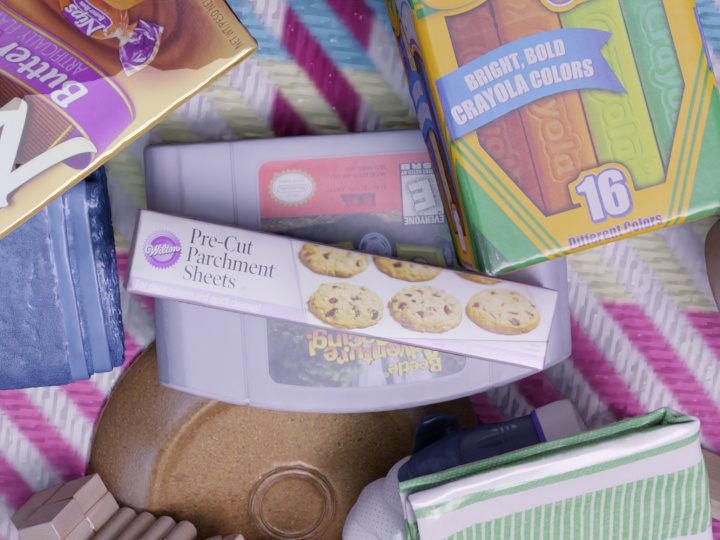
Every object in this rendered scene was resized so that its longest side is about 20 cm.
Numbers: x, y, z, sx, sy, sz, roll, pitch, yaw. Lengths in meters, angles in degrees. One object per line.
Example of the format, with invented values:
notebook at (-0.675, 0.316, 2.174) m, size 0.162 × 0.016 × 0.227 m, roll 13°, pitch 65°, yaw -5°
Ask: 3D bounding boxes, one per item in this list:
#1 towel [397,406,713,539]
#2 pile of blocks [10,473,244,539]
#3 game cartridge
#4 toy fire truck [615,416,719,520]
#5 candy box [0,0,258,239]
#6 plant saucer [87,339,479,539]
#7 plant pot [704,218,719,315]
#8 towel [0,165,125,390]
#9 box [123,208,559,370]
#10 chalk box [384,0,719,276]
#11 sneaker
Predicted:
towel at (0.099, 0.160, 1.403) m, size 0.152 × 0.023 × 0.201 m, roll -16°, pitch 127°, yaw -8°
pile of blocks at (-0.087, 0.165, 1.420) m, size 0.199 × 0.062 × 0.082 m, roll 18°, pitch 125°, yaw 21°
game cartridge at (0.000, 0.000, 1.410) m, size 0.199 × 0.041 × 0.134 m, roll -4°, pitch 96°, yaw -5°
toy fire truck at (0.230, 0.129, 1.437) m, size 0.199 × 0.176 × 0.129 m, roll -12°, pitch 112°, yaw 14°
candy box at (-0.159, -0.088, 1.340) m, size 0.200 × 0.056 × 0.117 m, roll -37°, pitch 95°, yaw -1°
plant saucer at (-0.035, 0.109, 1.466) m, size 0.199 × 0.035 × 0.201 m, roll -2°, pitch 111°, yaw -5°
plant pot at (0.262, -0.006, 1.386) m, size 0.173 × 0.200 × 0.200 m, roll -28°, pitch 112°, yaw 21°
towel at (-0.214, 0.008, 1.403) m, size 0.199 × 0.049 × 0.112 m, roll -7°, pitch 109°, yaw -5°
box at (-0.009, 0.009, 1.372) m, size 0.199 × 0.039 × 0.042 m, roll 12°, pitch 90°, yaw -5°
chalk box at (0.080, -0.111, 1.332) m, size 0.124 × 0.124 × 0.201 m, roll -17°, pitch 94°, yaw -4°
sneaker at (0.066, 0.155, 1.455) m, size 0.146 × 0.081 × 0.200 m, roll -24°, pitch 133°, yaw 4°
